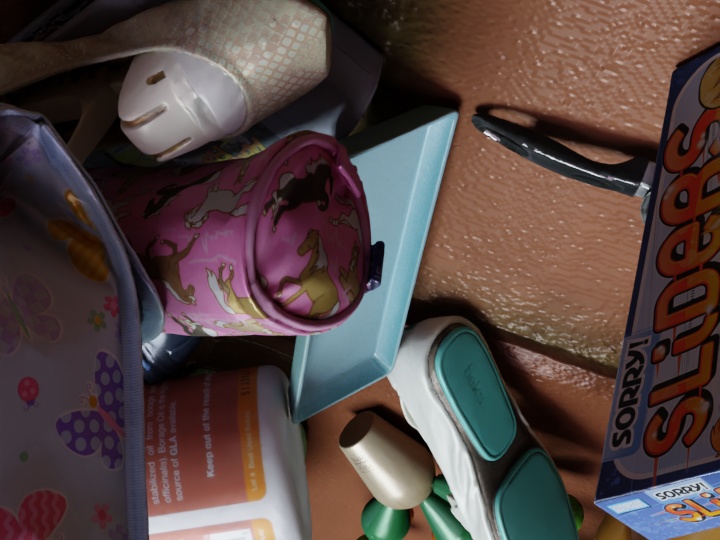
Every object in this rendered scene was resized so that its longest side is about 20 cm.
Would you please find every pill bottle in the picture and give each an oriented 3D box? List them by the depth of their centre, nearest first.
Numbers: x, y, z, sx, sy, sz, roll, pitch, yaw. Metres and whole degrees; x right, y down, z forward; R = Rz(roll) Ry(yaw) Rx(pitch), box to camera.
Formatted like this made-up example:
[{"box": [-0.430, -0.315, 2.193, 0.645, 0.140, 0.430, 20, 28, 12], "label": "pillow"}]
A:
[{"box": [-0.131, 0.120, 0.795, 0.198, 0.113, 0.113, -8, 145, 1], "label": "pill bottle"}]

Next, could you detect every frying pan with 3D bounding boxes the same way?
[{"box": [0.148, -0.022, 0.657, 0.189, 0.031, 0.115, 25, 164, 30], "label": "frying pan"}]

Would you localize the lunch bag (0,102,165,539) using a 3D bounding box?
[{"box": [-0.166, 0.046, 0.598, 0.126, 0.202, 0.169, 5, 163, -39], "label": "lunch bag"}]

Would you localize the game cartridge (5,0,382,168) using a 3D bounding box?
[{"box": [-0.089, -0.081, 0.681, 0.133, 0.041, 0.199, 32, 145, -29], "label": "game cartridge"}]

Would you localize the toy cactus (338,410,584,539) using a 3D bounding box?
[{"box": [0.044, 0.162, 0.947, 0.165, 0.103, 0.199, 46, 148, -23], "label": "toy cactus"}]

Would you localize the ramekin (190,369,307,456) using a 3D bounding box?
[{"box": [-0.131, 0.130, 0.960, 0.198, 0.098, 0.201, 12, 148, 8], "label": "ramekin"}]

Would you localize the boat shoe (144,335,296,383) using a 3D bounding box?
[{"box": [-0.112, 0.037, 0.838, 0.198, 0.069, 0.072, 21, 147, -6], "label": "boat shoe"}]

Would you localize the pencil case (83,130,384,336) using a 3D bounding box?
[{"box": [-0.083, -0.013, 0.644, 0.199, 0.084, 0.086, -3, 180, 44], "label": "pencil case"}]

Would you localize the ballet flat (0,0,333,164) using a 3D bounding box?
[{"box": [-0.098, -0.069, 0.611, 0.198, 0.063, 0.068, -6, 141, 32], "label": "ballet flat"}]

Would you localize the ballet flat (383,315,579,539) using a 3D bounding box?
[{"box": [0.069, 0.109, 0.842, 0.069, 0.070, 0.201, -9, 119, 36], "label": "ballet flat"}]

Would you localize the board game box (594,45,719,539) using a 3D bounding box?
[{"box": [0.156, -0.013, 0.508, 0.034, 0.202, 0.135, 33, 144, -24], "label": "board game box"}]

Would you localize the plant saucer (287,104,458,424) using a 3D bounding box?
[{"box": [0.000, 0.000, 0.716, 0.019, 0.069, 0.201, 48, 148, 29], "label": "plant saucer"}]

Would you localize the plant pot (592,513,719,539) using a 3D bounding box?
[{"box": [0.237, 0.134, 0.722, 0.198, 0.201, 0.184, 19, 133, -3], "label": "plant pot"}]

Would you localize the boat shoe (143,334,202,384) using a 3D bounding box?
[{"box": [-0.169, -0.012, 0.755, 0.199, 0.069, 0.084, 34, 176, -4], "label": "boat shoe"}]
